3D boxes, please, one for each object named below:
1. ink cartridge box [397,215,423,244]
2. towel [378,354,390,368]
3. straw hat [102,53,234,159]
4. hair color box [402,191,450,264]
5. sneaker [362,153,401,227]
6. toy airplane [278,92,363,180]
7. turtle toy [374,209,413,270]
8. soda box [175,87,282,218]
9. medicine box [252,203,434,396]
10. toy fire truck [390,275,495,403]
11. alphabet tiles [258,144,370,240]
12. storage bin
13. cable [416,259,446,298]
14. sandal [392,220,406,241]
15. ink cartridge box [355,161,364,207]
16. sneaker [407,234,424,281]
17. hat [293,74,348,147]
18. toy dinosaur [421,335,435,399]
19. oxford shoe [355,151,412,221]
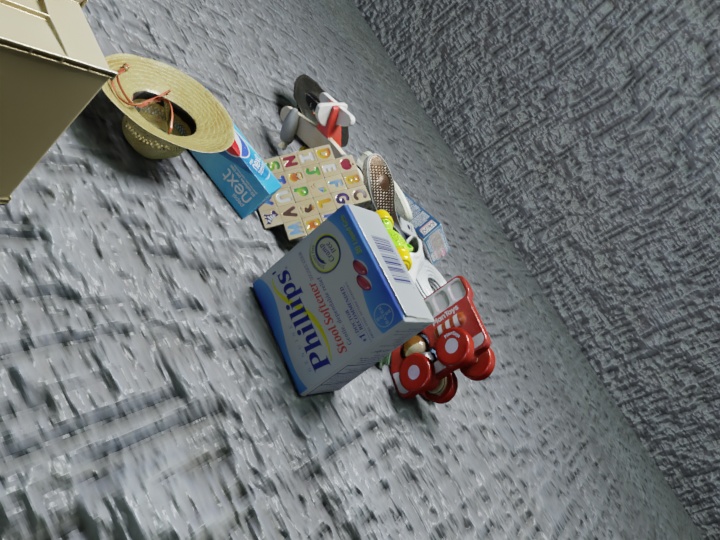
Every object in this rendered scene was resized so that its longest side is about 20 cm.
[{"bbox_3d":[0.052,-0.084,1.332,0.198,0.098,0.040,25,48,-53],"label":"ink cartridge box"},{"bbox_3d":[0.044,0.054,1.101,0.023,0.156,0.202,4,36,-4],"label":"towel"},{"bbox_3d":[-0.282,-0.205,0.843,0.198,0.085,0.204,30,32,-21],"label":"straw hat"},{"bbox_3d":[0.131,-0.115,1.475,0.200,0.060,0.101,48,-7,41],"label":"hair color box"},{"bbox_3d":[0.025,-0.123,1.177,0.072,0.083,0.206,-26,111,-38],"label":"sneaker"},{"bbox_3d":[-0.083,-0.237,1.174,0.139,0.198,0.204,-29,105,-26],"label":"toy airplane"},{"bbox_3d":[-0.006,-0.010,0.992,0.147,0.194,0.103,-112,-168,-49],"label":"turtle toy"},{"bbox_3d":[-0.219,-0.190,0.972,0.202,0.067,0.064,52,22,-7],"label":"soda box"},{"bbox_3d":[-0.028,0.045,0.853,0.102,0.198,0.185,9,48,-60],"label":"medicine box"},{"bbox_3d":[0.134,0.127,1.067,0.111,0.198,0.171,29,32,-46],"label":"toy fire truck"},{"bbox_3d":[-0.088,-0.140,1.055,0.006,0.195,0.170,105,-34,-62],"label":"alphabet tiles"},{"bbox_3d":[-0.344,-0.155,0.493,0.095,0.198,0.197,59,23,11],"label":"storage bin"},{"bbox_3d":[0.159,0.062,1.386,0.203,0.069,0.199,57,22,6],"label":"cable"},{"bbox_3d":[0.005,-0.067,1.104,0.042,0.196,0.079,-18,113,-49],"label":"sandal"},{"bbox_3d":[-0.019,-0.188,1.379,0.118,0.067,0.199,60,23,14],"label":"ink cartridge box"},{"bbox_3d":[0.087,-0.002,1.274,0.202,0.071,0.072,-65,148,-50],"label":"sneaker"},{"bbox_3d":[-0.109,-0.354,1.421,0.199,0.080,0.204,35,36,-30],"label":"hat"},{"bbox_3d":[0.141,0.164,1.203,0.182,0.197,0.106,-50,125,-25],"label":"toy dinosaur"},{"bbox_3d":[0.046,-0.174,1.302,0.202,0.057,0.076,54,-12,26],"label":"oxford shoe"}]
